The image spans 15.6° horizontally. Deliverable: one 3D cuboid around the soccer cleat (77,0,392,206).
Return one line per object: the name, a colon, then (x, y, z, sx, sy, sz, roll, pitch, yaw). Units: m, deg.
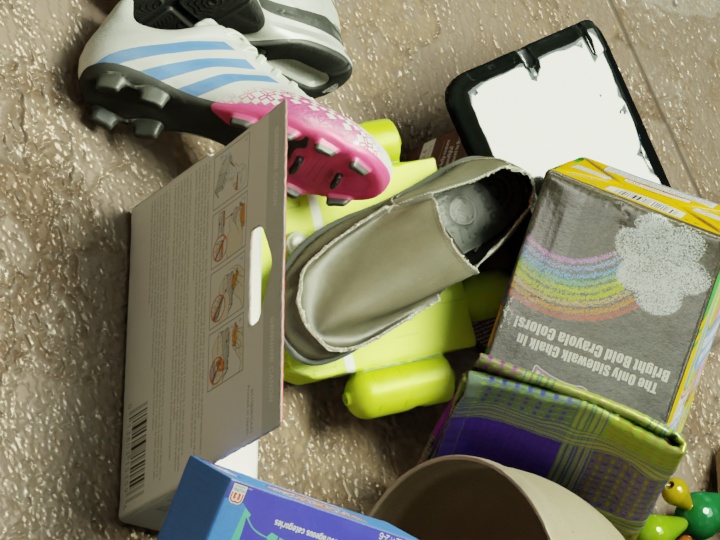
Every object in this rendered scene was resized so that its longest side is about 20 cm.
soccer cleat: (-0.069, -0.108, 1.579, 0.199, 0.070, 0.087, 20, 56, -5)

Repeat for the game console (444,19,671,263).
game console: (0.150, -0.057, 1.781, 0.175, 0.116, 0.201, -25, 90, -20)

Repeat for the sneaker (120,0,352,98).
sneaker: (-0.087, -0.192, 1.665, 0.200, 0.075, 0.116, 28, 44, -47)

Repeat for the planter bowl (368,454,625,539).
planter bowl: (0.099, 0.215, 1.553, 0.134, 0.200, 0.201, 10, 65, -38)

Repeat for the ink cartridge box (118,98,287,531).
ink cartridge box: (-0.074, 0.027, 1.480, 0.043, 0.173, 0.201, 17, 60, -32)

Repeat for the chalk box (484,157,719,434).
chalk box: (0.150, 0.046, 1.632, 0.124, 0.124, 0.201, -25, 135, -73)

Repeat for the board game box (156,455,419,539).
board game box: (-0.064, 0.217, 1.427, 0.152, 0.045, 0.201, 22, 91, -40)

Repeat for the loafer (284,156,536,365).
loafer: (0.029, -0.015, 1.584, 0.200, 0.070, 0.075, -38, 98, -28)

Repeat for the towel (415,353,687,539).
towel: (0.109, 0.125, 1.588, 0.143, 0.200, 0.023, 20, 58, 0)

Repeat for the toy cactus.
toy cactus: (0.281, 0.171, 1.855, 0.165, 0.199, 0.103, -102, -169, -57)

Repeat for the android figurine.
android figurine: (0.000, 0.000, 1.631, 0.199, 0.041, 0.183, -9, 85, -26)

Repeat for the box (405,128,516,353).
box: (0.109, 0.003, 1.776, 0.200, 0.075, 0.100, 39, 47, -26)
